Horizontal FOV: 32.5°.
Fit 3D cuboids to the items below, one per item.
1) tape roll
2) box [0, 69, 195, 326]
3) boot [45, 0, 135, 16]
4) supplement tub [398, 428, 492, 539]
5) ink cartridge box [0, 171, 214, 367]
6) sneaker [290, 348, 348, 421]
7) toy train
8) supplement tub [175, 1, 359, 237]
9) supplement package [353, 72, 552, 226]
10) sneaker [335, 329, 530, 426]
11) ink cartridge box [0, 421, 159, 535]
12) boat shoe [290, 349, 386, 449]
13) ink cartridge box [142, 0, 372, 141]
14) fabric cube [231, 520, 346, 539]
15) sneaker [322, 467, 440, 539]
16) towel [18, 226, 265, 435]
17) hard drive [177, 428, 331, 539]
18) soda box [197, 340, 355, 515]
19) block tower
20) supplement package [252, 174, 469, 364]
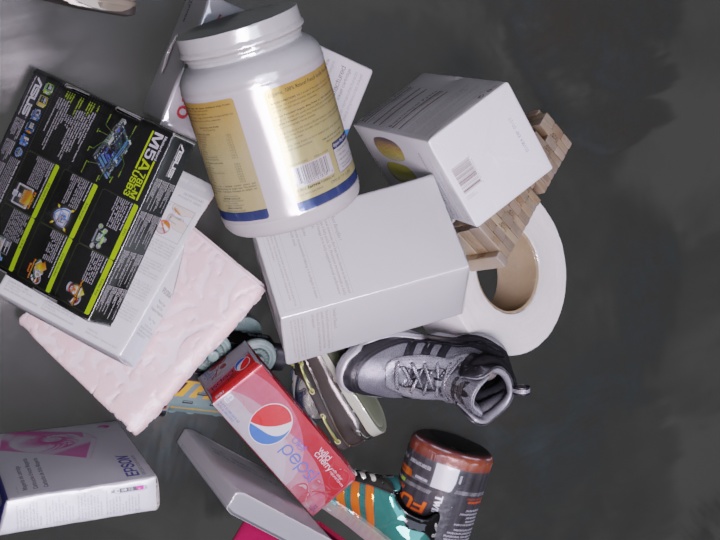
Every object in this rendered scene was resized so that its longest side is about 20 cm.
[{"bbox_3d":[0.149,0.000,1.440,0.202,0.071,0.203,6,81,-38],"label":"tape roll"},{"bbox_3d":[-0.284,-0.075,1.219,0.201,0.193,0.047,-65,157,1],"label":"box"},{"bbox_3d":[-0.301,-0.340,1.206,0.199,0.073,0.151,10,99,-29],"label":"boot"},{"bbox_3d":[0.085,0.302,1.502,0.107,0.107,0.201,14,96,-25],"label":"supplement tub"},{"bbox_3d":[-0.254,-0.024,1.270,0.160,0.047,0.200,25,77,18],"label":"ink cartridge box"},{"bbox_3d":[-0.009,0.089,1.425,0.077,0.085,0.200,33,89,-26],"label":"sneaker"},{"bbox_3d":[-0.181,0.107,1.362,0.199,0.085,0.114,9,110,-27],"label":"toy train"},{"bbox_3d":[-0.092,-0.148,1.207,0.144,0.144,0.201,-22,110,-17],"label":"supplement tub"},{"bbox_3d":[0.096,-0.137,1.353,0.109,0.200,0.114,-37,112,-12],"label":"supplement package"},{"bbox_3d":[0.080,0.113,1.304,0.199,0.114,0.076,-2,108,-18],"label":"sneaker"},{"bbox_3d":[-0.324,0.207,1.254,0.199,0.196,0.044,-4,102,-23],"label":"ink cartridge box"},{"bbox_3d":[-0.047,0.104,1.368,0.060,0.072,0.202,-30,90,18],"label":"boat shoe"},{"bbox_3d":[-0.110,-0.189,1.317,0.199,0.084,0.145,21,93,-25],"label":"ink cartridge box"},{"bbox_3d":[-0.063,0.408,1.374,0.200,0.196,0.200,-58,152,-1],"label":"fabric cube"},{"bbox_3d":[0.003,0.258,1.443,0.200,0.071,0.080,36,92,6],"label":"sneaker"},{"bbox_3d":[-0.229,0.038,1.285,0.200,0.191,0.032,-49,160,-7],"label":"towel"},{"bbox_3d":[-0.118,0.241,1.348,0.132,0.200,0.027,33,87,-26],"label":"hard drive"},{"bbox_3d":[-0.089,0.173,1.343,0.070,0.063,0.200,-39,121,-4],"label":"soda box"},{"bbox_3d":[0.169,-0.093,1.388,0.058,0.054,0.200,45,59,-26],"label":"block tower"},{"bbox_3d":[0.000,0.000,1.286,0.199,0.117,0.117,-15,153,-7],"label":"supplement package"}]
